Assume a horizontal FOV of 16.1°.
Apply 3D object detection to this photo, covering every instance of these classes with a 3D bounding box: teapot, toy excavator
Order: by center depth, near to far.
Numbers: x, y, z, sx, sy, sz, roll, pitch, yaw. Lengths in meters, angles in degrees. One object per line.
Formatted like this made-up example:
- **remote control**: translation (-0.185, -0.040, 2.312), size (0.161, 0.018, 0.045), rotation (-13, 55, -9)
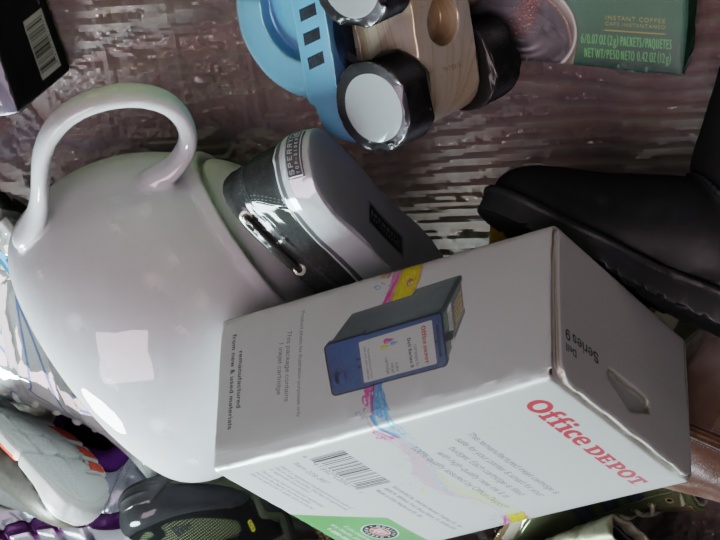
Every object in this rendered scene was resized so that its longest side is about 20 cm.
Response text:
- **toy excavator**: translation (-0.035, -0.163, 1.316), size (0.199, 0.100, 0.196), rotation (5, 113, 38)
- **teapot**: translation (-0.087, 0.004, 1.380), size (0.146, 0.200, 0.198), rotation (-37, 82, 11)

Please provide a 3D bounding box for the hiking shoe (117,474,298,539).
- **hiking shoe**: translation (-0.063, 0.187, 1.452), size (0.076, 0.101, 0.200), rotation (-27, 135, 25)

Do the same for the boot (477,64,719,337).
- **boot**: translation (0.176, -0.058, 1.281), size (0.197, 0.073, 0.163), rotation (23, 85, -1)

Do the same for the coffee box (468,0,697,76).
- **coffee box**: translation (0.113, -0.204, 1.297), size (0.122, 0.044, 0.201), rotation (7, 115, 14)

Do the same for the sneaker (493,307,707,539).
- **sneaker**: translation (0.148, 0.115, 1.413), size (0.090, 0.067, 0.201), rotation (33, 116, 5)

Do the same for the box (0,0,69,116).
- **box**: translation (-0.264, -0.179, 1.406), size (0.140, 0.079, 0.201), rotation (-9, 110, 23)

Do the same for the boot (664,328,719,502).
- **boot**: translation (0.216, 0.133, 1.363), size (0.199, 0.064, 0.187), rotation (19, 106, -21)

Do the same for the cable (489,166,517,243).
- **cable**: translation (0.095, 0.033, 1.421), size (0.097, 0.050, 0.201), rotation (20, 130, -3)

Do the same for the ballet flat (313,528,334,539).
- **ballet flat**: translation (0.032, 0.112, 1.428), size (0.075, 0.068, 0.200), rotation (42, 135, -5)

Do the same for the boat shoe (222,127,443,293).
- **boat shoe**: translation (0.000, 0.000, 1.342), size (0.056, 0.069, 0.200), rotation (-20, 132, 23)

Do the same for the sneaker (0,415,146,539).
- **sneaker**: translation (-0.197, 0.127, 1.536), size (0.199, 0.074, 0.088), rotation (-8, 92, 13)

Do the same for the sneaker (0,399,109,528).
- **sneaker**: translation (-0.220, 0.116, 1.478), size (0.200, 0.077, 0.082), rotation (30, 94, 46)

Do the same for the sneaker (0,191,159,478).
- **sneaker**: translation (-0.174, 0.056, 1.461), size (0.087, 0.075, 0.200), rotation (-38, 93, 9)

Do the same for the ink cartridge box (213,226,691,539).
- **ink cartridge box**: translation (0.048, 0.066, 1.280), size (0.199, 0.088, 0.145), rotation (-15, 148, 31)

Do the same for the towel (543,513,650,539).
- **towel**: translation (0.133, 0.217, 1.442), size (0.200, 0.035, 0.193), rotation (-23, 119, 43)
